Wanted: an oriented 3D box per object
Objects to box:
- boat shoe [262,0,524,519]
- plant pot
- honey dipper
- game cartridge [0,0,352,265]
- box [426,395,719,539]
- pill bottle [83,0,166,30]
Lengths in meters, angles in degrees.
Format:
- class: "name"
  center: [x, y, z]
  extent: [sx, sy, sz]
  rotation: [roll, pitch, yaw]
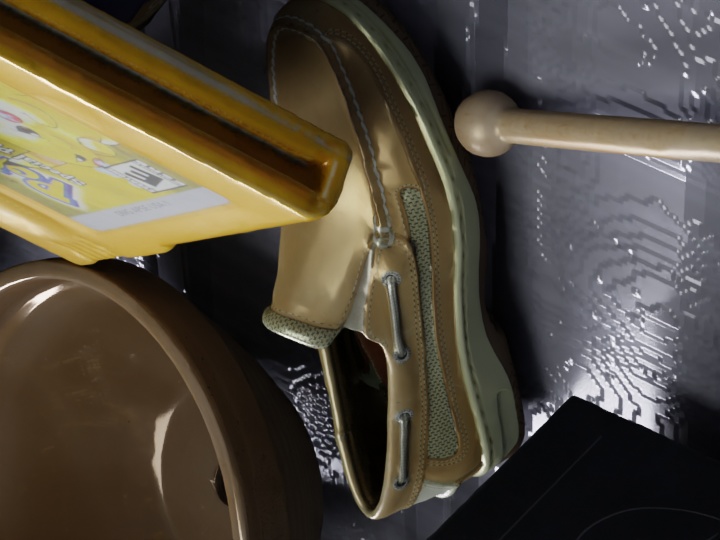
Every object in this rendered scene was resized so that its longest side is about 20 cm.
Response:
- class: "boat shoe"
  center: [0.000, 0.000, 0.969]
  extent: [0.072, 0.076, 0.200]
  rotation: [21, 137, 53]
- class: "plant pot"
  center: [-0.081, 0.090, 1.108]
  extent: [0.201, 0.093, 0.201]
  rotation: [10, 105, 44]
- class: "honey dipper"
  center: [0.102, -0.041, 0.867]
  extent: [0.200, 0.038, 0.038]
  rotation: [11, 130, 47]
- class: "game cartridge"
  center: [-0.123, -0.054, 0.938]
  extent: [0.176, 0.032, 0.200]
  rotation: [27, 162, -24]
- class: "box"
  center: [0.092, 0.171, 0.897]
  extent: [0.196, 0.200, 0.124]
  rotation: [26, 140, 30]
- class: "pill bottle"
  center: [-0.076, -0.157, 0.881]
  extent: [0.112, 0.112, 0.200]
  rotation: [48, 146, 1]
